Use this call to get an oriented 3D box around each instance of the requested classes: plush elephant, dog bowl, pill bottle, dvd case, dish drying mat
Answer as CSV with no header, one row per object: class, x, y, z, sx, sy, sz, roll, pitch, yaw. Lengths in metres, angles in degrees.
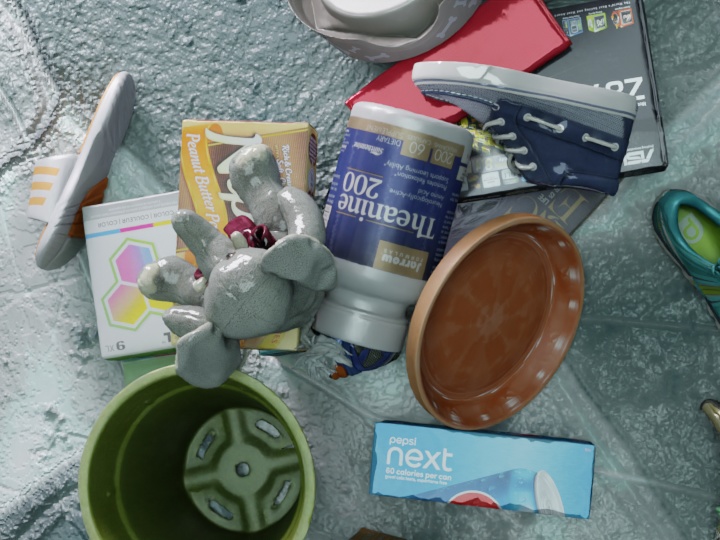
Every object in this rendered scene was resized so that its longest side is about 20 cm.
plush elephant,-0.094,0.005,1.036,0.165,0.155,0.200,-43,75,3
dog bowl,0.031,-0.279,1.201,0.199,0.059,0.201,-12,58,20
pill bottle,0.022,-0.037,1.131,0.110,0.111,0.201,15,94,8
dvd case,0.130,-0.069,1.230,0.149,0.016,0.200,43,92,8
dish drying mat,0.087,-0.179,1.184,0.200,0.018,0.077,-34,82,7

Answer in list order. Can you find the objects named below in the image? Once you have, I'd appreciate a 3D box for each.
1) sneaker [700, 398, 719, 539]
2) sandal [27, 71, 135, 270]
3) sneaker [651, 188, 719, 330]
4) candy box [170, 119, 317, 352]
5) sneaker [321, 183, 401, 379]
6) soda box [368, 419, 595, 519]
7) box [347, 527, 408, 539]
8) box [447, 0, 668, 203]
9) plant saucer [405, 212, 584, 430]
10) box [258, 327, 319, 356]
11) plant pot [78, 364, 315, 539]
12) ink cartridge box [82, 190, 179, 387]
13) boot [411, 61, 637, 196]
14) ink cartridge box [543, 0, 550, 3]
sneaker,0.344,0.210,1.156,0.088,0.077,0.201,-31,80,13
sandal,-0.278,-0.100,1.261,0.059,0.079,0.208,19,80,10
sneaker,0.334,0.007,1.165,0.078,0.080,0.200,-44,82,2
candy box,-0.101,-0.030,1.155,0.115,0.055,0.201,2,85,7
sneaker,0.000,0.000,1.222,0.078,0.075,0.201,-2,92,-4
soda box,0.111,0.180,1.190,0.199,0.064,0.068,5,86,9
box,0.072,0.309,1.141,0.199,0.152,0.107,14,87,8
box,0.171,-0.156,1.199,0.199,0.049,0.162,-8,86,9
plant saucer,0.117,0.044,1.150,0.032,0.200,0.201,31,90,46
box,-0.079,-0.022,1.221,0.049,0.082,0.201,-9,85,6
plant pot,-0.122,0.182,1.157,0.199,0.190,0.201,-1,86,8
ink cartridge box,-0.195,0.031,1.243,0.103,0.059,0.201,-9,85,7
boot,0.137,-0.124,1.135,0.199,0.073,0.091,11,92,2
ink cartridge box,0.160,-0.360,1.221,0.115,0.068,0.201,-25,83,5
